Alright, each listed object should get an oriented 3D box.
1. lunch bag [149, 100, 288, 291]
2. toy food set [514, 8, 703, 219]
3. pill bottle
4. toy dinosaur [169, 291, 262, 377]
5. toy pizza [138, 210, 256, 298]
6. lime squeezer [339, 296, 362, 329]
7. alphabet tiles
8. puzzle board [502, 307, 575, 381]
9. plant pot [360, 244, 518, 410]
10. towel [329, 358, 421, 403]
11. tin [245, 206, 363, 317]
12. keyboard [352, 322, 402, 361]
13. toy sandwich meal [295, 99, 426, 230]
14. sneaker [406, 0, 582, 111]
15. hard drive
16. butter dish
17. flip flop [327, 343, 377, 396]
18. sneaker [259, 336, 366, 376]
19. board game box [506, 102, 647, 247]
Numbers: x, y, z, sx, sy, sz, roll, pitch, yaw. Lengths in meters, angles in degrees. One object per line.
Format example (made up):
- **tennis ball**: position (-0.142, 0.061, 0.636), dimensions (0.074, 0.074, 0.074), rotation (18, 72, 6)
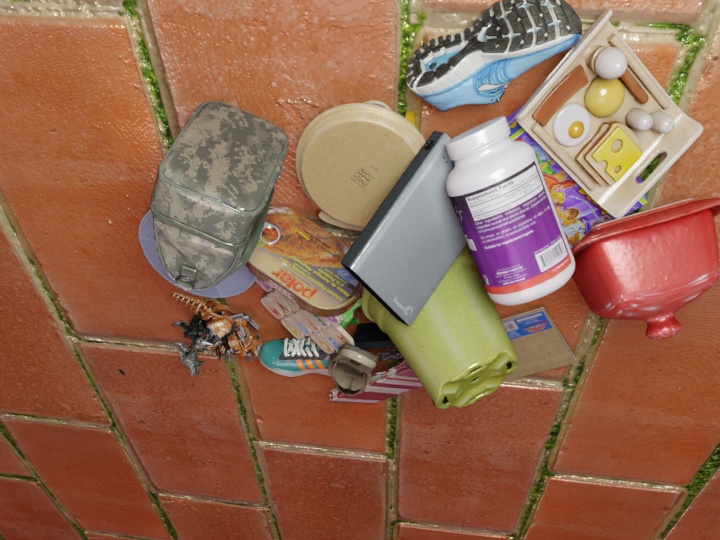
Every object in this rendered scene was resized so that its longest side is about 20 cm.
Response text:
- **lunch bag**: position (-0.185, -0.093, 0.868), dimensions (0.136, 0.203, 0.169), rotation (22, 133, -10)
- **toy food set**: position (0.284, -0.169, 0.757), dimensions (0.199, 0.061, 0.144), rotation (36, 103, -25)
- **pill bottle**: position (0.171, -0.070, 0.791), dimensions (0.110, 0.112, 0.204), rotation (-19, 102, 28)
- **toy dinosaur**: position (-0.258, 0.100, 1.180), dimensions (0.134, 0.103, 0.202), rotation (-30, 107, 17)
- **toy pizza**: position (-0.253, -0.034, 1.059), dimensions (0.195, 0.032, 0.203), rotation (8, 136, 8)
- **lime squeezer**: position (-0.016, 0.062, 1.061), dimensions (0.038, 0.070, 0.200), rotation (52, 159, 9)
- **alphabet tiles**: position (-0.098, 0.061, 1.070), dimensions (0.196, 0.015, 0.199), rotation (46, 153, -9)
- **puzzle board**: position (0.252, 0.135, 1.158), dimensions (0.196, 0.018, 0.151), rotation (-21, 128, 28)
- **plant pot**: position (0.124, 0.083, 0.946), dimensions (0.196, 0.187, 0.202), rotation (-20, 148, -13)
- **towel**: position (0.055, 0.206, 1.227), dimensions (0.198, 0.023, 0.142), rotation (-27, 152, 33)
- **tin**: position (-0.085, -0.012, 0.967), dimensions (0.198, 0.113, 0.042), rotation (34, 148, 9)
- **keyboard**: position (0.077, 0.114, 1.090), dimensions (0.195, 0.128, 0.021), rotation (-6, 112, 16)
- **toy sandwich meal**: position (0.007, -0.138, 0.883), dimensions (0.199, 0.071, 0.209), rotation (5, 133, 6)
- **sneaker**: position (0.153, -0.239, 0.759), dimensions (0.196, 0.080, 0.090), rotation (-14, 151, 28)
- **hard drive**: position (0.075, -0.049, 0.839), dimensions (0.033, 0.202, 0.139), rotation (27, 168, 49)
- **butter dish**: position (0.362, 0.012, 0.844), dimensions (0.195, 0.152, 0.200), rotation (-15, 168, 2)
- **flip flop**: position (-0.015, 0.171, 1.087), dimensions (0.079, 0.059, 0.200), rotation (18, 159, -3)
- **sneaker**: position (-0.081, 0.142, 1.190), dimensions (0.194, 0.073, 0.081), rotation (6, 137, -9)
- **board game box**: position (0.253, -0.124, 0.864), dimensions (0.198, 0.045, 0.134), rotation (35, 131, -24)
